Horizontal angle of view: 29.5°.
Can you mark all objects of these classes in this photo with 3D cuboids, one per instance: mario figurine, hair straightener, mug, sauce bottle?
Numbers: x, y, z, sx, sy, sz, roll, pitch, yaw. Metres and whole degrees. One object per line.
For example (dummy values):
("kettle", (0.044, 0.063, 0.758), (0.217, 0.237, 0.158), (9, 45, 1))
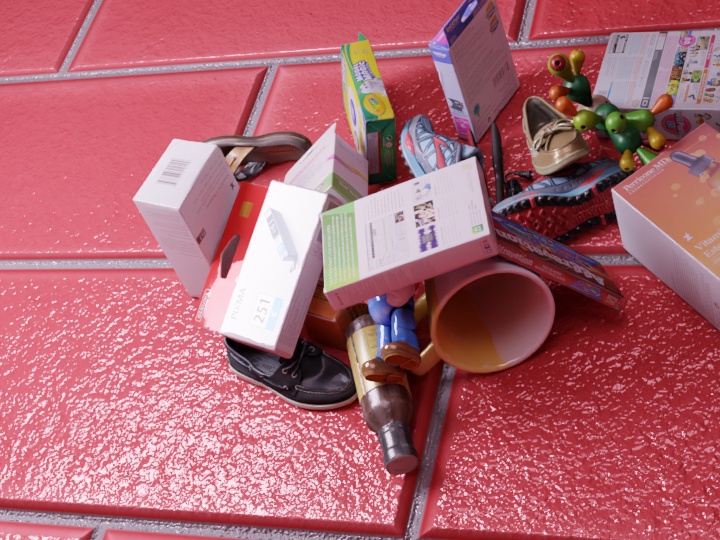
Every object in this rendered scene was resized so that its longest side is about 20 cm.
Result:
("mario figurine", (0.019, 0.024, 1.593), (0.122, 0.106, 0.203), (-16, 56, 24))
("hair straightener", (0.190, -0.118, 1.789), (0.076, 0.041, 0.202), (-15, 47, 10))
("mug", (0.122, 0.021, 1.632), (0.184, 0.151, 0.154), (-16, 38, -1))
("sauce bottle", (0.028, 0.146, 1.609), (0.064, 0.065, 0.202), (-18, 51, 6))

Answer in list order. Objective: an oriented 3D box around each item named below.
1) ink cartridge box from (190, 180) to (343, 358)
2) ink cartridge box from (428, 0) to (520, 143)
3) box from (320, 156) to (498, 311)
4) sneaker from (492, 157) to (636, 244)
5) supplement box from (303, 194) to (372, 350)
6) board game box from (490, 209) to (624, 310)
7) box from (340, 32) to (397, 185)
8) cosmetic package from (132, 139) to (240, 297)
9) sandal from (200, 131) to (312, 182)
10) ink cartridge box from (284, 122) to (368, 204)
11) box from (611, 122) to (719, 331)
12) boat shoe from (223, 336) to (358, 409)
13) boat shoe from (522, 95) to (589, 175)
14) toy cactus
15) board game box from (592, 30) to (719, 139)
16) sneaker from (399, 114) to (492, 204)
("ink cartridge box", (-0.127, -0.011, 1.687), (0.174, 0.045, 0.203), (14, 81, 36))
("ink cartridge box", (0.152, -0.286, 1.840), (0.042, 0.201, 0.120), (20, 59, 33))
("box", (0.051, -0.043, 1.542), (0.197, 0.037, 0.145), (-18, 39, 12))
("sneaker", (0.252, -0.088, 1.726), (0.197, 0.080, 0.096), (-16, 29, -5))
("supplement box", (0.000, 0.000, 1.746), (0.068, 0.067, 0.201), (14, 58, 31))
("board game box", (0.209, -0.020, 1.596), (0.020, 0.198, 0.103), (-59, 20, 19))
("box", (0.009, -0.229, 1.903), (0.048, 0.118, 0.202), (-8, 45, -5))
("cosmetic package", (-0.205, -0.060, 1.789), (0.080, 0.201, 0.114), (11, 57, 30))
("sandal", (-0.164, -0.155, 1.955), (0.197, 0.082, 0.055), (-4, 71, 10))
("ink cartridge box", (-0.048, -0.099, 1.799), (0.117, 0.067, 0.201), (-44, 21, 23))
("box", (0.415, -0.050, 1.594), (0.151, 0.107, 0.200), (-35, 47, -9))
("boat shoe", (-0.089, 0.112, 1.684), (0.198, 0.066, 0.075), (20, 60, 34))
("boat shoe", (0.242, -0.175, 1.745), (0.072, 0.064, 0.201), (-26, 17, 10))
("toy cactus", (0.300, -0.201, 1.684), (0.103, 0.199, 0.165), (-56, 8, 7))
("board game box", (0.415, -0.243, 1.793), (0.197, 0.065, 0.149), (4, 53, 26))
("sneaker", (0.120, -0.134, 1.787), (0.095, 0.079, 0.202), (-34, 52, 20))
